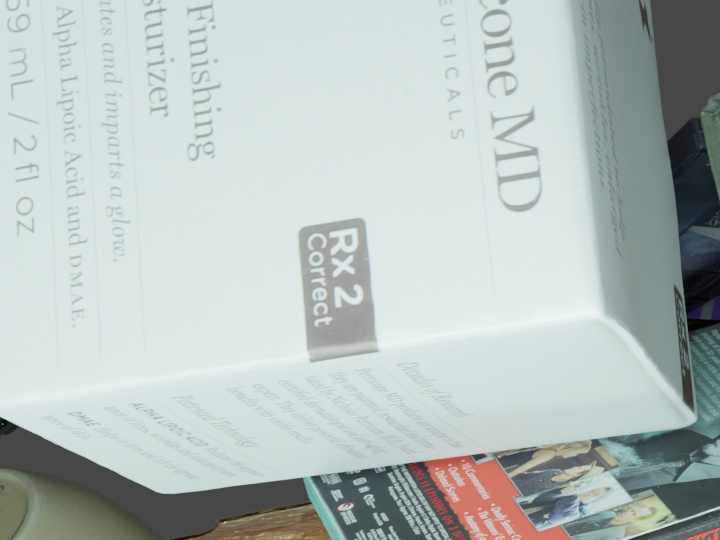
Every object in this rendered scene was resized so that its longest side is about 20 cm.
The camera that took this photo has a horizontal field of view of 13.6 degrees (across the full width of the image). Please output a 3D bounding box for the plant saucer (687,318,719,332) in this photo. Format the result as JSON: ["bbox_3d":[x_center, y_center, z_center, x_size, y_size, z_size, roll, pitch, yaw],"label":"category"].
[{"bbox_3d":[0.124,0.047,1.180,0.199,0.032,0.200,0,-170,0],"label":"plant saucer"}]

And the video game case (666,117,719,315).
[{"bbox_3d":[0.147,-0.001,1.331,0.142,0.019,0.200,5,147,-32],"label":"video game case"}]

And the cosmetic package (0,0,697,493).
[{"bbox_3d":[-0.006,-0.029,0.990,0.199,0.166,0.165,-10,164,15],"label":"cosmetic package"}]

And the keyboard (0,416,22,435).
[{"bbox_3d":[-0.185,0.038,1.399,0.127,0.021,0.200,35,149,-23],"label":"keyboard"}]

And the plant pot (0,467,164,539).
[{"bbox_3d":[-0.206,0.196,1.788,0.199,0.201,0.135,-11,128,22],"label":"plant pot"}]

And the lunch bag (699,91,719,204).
[{"bbox_3d":[0.254,-0.044,1.118,0.163,0.118,0.200,10,152,-31],"label":"lunch bag"}]

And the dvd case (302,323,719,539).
[{"bbox_3d":[0.088,0.067,1.026,0.199,0.022,0.146,-19,-159,-8],"label":"dvd case"}]

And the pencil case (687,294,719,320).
[{"bbox_3d":[0.199,0.029,1.307,0.200,0.084,0.085,-33,179,36],"label":"pencil case"}]
